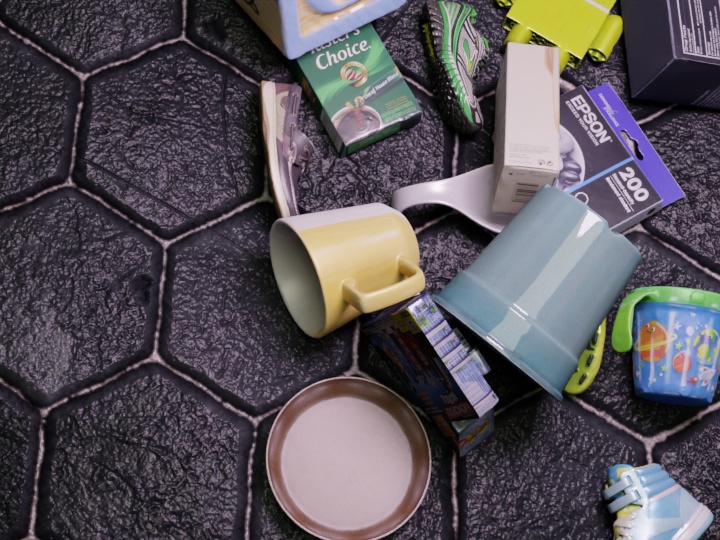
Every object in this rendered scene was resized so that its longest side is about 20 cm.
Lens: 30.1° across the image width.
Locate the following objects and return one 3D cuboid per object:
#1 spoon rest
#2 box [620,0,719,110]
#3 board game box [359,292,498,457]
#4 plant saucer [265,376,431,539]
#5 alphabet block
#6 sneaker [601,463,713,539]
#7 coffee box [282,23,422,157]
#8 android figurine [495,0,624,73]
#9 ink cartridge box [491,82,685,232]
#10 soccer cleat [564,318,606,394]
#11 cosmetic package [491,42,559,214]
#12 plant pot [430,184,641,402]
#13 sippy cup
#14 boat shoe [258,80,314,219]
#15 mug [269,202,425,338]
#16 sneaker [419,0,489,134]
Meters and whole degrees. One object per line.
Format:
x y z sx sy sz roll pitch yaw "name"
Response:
0.139 -0.090 1.720 0.198 0.061 0.100 -3 70 -1 "spoon rest"
0.469 -0.335 1.823 0.197 0.123 0.202 6 68 -19 "box"
0.102 0.124 1.598 0.062 0.200 0.200 -35 92 -17 "board game box"
-0.015 0.228 1.606 0.198 0.032 0.202 3 69 -7 "plant saucer"
-0.071 -0.432 1.729 0.196 0.196 0.200 -27 54 -19 "alphabet block"
0.314 0.311 1.600 0.200 0.080 0.131 -37 80 -29 "sneaker"
-0.018 -0.261 1.780 0.122 0.044 0.201 -24 74 -15 "coffee box"
0.279 -0.363 1.865 0.181 0.041 0.201 32 70 4 "android figurine"
0.309 -0.144 1.786 0.199 0.043 0.199 -27 74 -17 "ink cartridge box"
0.292 0.059 1.697 0.064 0.084 0.202 2 80 34 "soccer cleat"
0.210 -0.179 1.699 0.070 0.105 0.201 6 59 -1 "cosmetic package"
0.218 0.017 1.597 0.200 0.200 0.197 37 90 6 "plant pot"
0.395 0.098 1.668 0.176 0.140 0.131 7 80 4 "sippy cup"
-0.091 -0.155 1.717 0.064 0.072 0.201 -7 65 -6 "boat shoe"
-0.004 0.001 1.634 0.152 0.150 0.187 -19 58 -23 "mug"
0.139 -0.276 1.791 0.084 0.078 0.201 -5 70 -11 "sneaker"
